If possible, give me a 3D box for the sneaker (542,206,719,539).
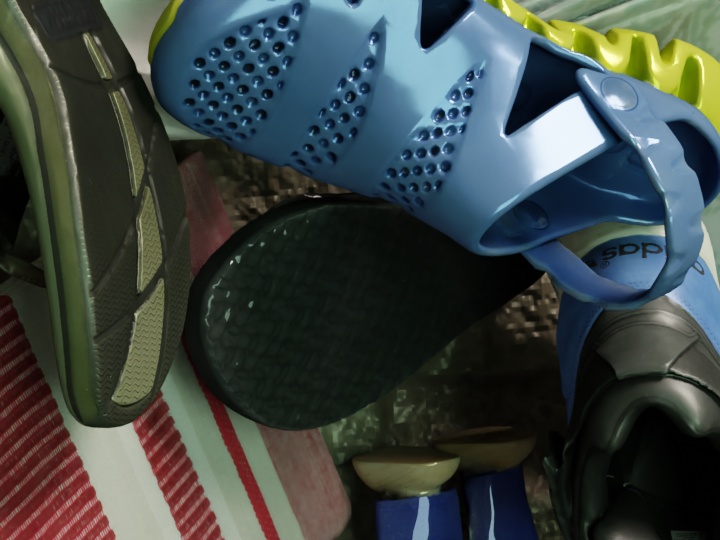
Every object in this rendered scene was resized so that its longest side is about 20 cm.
[{"bbox_3d":[0.106,0.084,0.859,0.076,0.112,0.201,-6,131,8],"label":"sneaker"}]

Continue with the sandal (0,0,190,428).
[{"bbox_3d":[-0.101,-0.050,0.724,0.202,0.057,0.080,70,19,4],"label":"sandal"}]

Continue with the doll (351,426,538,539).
[{"bbox_3d":[0.046,0.159,0.893,0.136,0.048,0.201,-10,97,-41],"label":"doll"}]

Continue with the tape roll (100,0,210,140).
[{"bbox_3d":[-0.069,-0.142,0.811,0.201,0.071,0.204,-1,92,-29],"label":"tape roll"}]

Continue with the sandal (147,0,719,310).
[{"bbox_3d":[0.032,-0.042,0.763,0.199,0.080,0.087,12,45,-17],"label":"sandal"}]

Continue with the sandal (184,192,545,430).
[{"bbox_3d":[0.000,0.001,0.853,0.200,0.048,0.076,-23,115,-50],"label":"sandal"}]

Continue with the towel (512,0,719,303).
[{"bbox_3d":[0.136,-0.048,0.868,0.170,0.048,0.200,-21,129,6],"label":"towel"}]

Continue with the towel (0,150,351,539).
[{"bbox_3d":[-0.074,0.062,0.783,0.200,0.023,0.145,-43,113,-57],"label":"towel"}]
